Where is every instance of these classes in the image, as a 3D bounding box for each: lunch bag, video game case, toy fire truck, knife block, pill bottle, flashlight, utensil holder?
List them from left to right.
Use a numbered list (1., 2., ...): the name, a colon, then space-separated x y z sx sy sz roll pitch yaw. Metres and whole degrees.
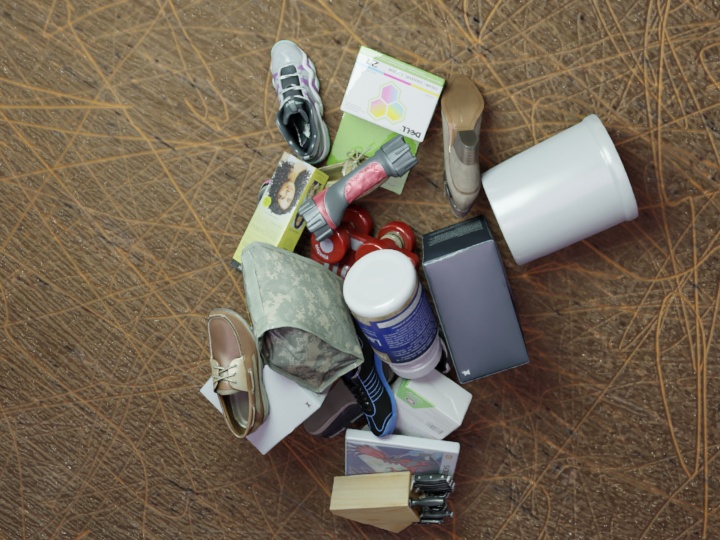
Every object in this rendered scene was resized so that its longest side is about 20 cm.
1. lunch bag: -0.103 0.065 1.158 0.117 0.167 0.199 -34 138 21
2. flashlight: -0.002 -0.126 1.190 0.198 0.068 0.068 -34 99 4
3. toy fire truck: 0.000 0.000 1.293 0.196 0.112 0.172 22 121 19
4. knife block: 0.064 0.394 1.369 0.196 0.065 0.176 21 138 -13
5. pill bottle: 0.057 0.073 1.194 0.113 0.118 0.202 -19 136 9
6. video game case: 0.069 0.345 1.377 0.194 0.023 0.185 7 140 4
7. utensil holder: 0.307 -0.120 1.217 0.196 0.170 0.173 -25 101 14

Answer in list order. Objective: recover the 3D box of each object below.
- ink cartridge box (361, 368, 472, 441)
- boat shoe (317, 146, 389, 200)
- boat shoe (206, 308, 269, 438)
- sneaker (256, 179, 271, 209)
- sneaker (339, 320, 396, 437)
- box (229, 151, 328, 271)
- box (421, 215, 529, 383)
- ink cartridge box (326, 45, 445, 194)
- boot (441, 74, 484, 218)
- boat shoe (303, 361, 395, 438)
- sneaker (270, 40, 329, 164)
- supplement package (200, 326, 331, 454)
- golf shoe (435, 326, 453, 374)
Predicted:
1. ink cartridge box: 0.093 0.248 1.352 0.116 0.068 0.201 34 140 -3
2. boat shoe: -0.034 -0.150 1.267 0.196 0.074 0.063 -20 119 22
3. boat shoe: -0.186 0.156 1.154 0.074 0.072 0.205 -9 109 20
4. sneaker: -0.146 -0.048 1.315 0.072 0.088 0.206 3 104 4
5. sneaker: 0.003 0.184 1.278 0.069 0.077 0.206 -6 99 47
6. box: -0.130 -0.080 1.245 0.074 0.050 0.204 27 93 30
7. box: 0.181 0.040 1.250 0.120 0.199 0.205 -17 103 9
8. ink cartridge box: 0.037 -0.237 1.256 0.144 0.076 0.204 20 105 0
9. boot: 0.157 -0.193 1.246 0.068 0.204 0.148 2 141 0
10. boat shoe: -0.011 0.233 1.398 0.198 0.073 0.063 -38 135 10
11. sneaker: -0.102 -0.270 1.222 0.076 0.140 0.205 -19 94 9
12. supplement package: -0.134 0.160 1.294 0.151 0.201 0.151 45 117 -7
13. golf shoe: 0.093 0.094 1.327 0.200 0.095 0.078 45 105 -5
